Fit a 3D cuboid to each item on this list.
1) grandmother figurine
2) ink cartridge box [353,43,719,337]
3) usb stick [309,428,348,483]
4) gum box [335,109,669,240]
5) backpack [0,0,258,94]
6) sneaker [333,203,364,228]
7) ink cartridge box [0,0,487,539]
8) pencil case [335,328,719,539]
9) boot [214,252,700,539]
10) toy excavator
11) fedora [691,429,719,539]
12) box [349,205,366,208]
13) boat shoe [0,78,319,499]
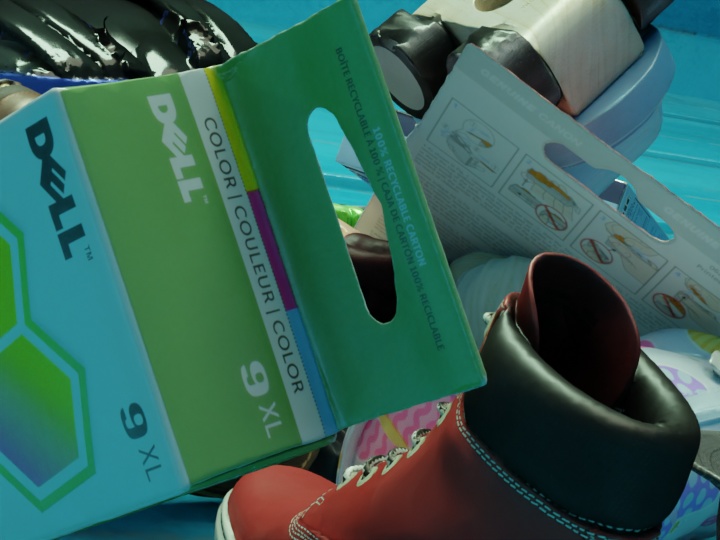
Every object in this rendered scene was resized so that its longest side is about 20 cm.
[{"bbox_3d":[0.000,0.000,0.849,0.199,0.061,0.121,14,3,34],"label":"grandmother figurine"},{"bbox_3d":[0.089,-0.017,0.823,0.160,0.047,0.200,37,-26,2],"label":"ink cartridge box"},{"bbox_3d":[0.020,0.059,0.811,0.055,0.033,0.200,24,15,25],"label":"usb stick"},{"bbox_3d":[0.095,-0.037,1.176,0.169,0.045,0.200,20,-5,20],"label":"gum box"},{"bbox_3d":[-0.128,-0.045,0.807,0.162,0.169,0.199,-15,22,-39],"label":"backpack"},{"bbox_3d":[-0.022,-0.004,0.975,0.199,0.077,0.084,20,11,24],"label":"sneaker"},{"bbox_3d":[-0.071,0.013,0.513,0.199,0.105,0.059,-22,-6,42],"label":"ink cartridge box"},{"bbox_3d":[0.079,0.068,0.689,0.090,0.084,0.199,-8,-2,38],"label":"pencil case"},{"bbox_3d":[0.023,0.056,0.537,0.072,0.145,0.200,5,12,-27],"label":"boot"},{"bbox_3d":[0.084,-0.060,0.916,0.100,0.201,0.194,-41,31,-18],"label":"toy excavator"},{"bbox_3d":[0.157,0.112,0.533,0.176,0.091,0.199,22,9,38],"label":"fedora"},{"bbox_3d":[0.049,0.006,1.087,0.199,0.041,0.155,19,12,37],"label":"box"},{"bbox_3d":[-0.072,0.015,0.644,0.067,0.072,0.200,2,-37,44],"label":"boat shoe"}]
